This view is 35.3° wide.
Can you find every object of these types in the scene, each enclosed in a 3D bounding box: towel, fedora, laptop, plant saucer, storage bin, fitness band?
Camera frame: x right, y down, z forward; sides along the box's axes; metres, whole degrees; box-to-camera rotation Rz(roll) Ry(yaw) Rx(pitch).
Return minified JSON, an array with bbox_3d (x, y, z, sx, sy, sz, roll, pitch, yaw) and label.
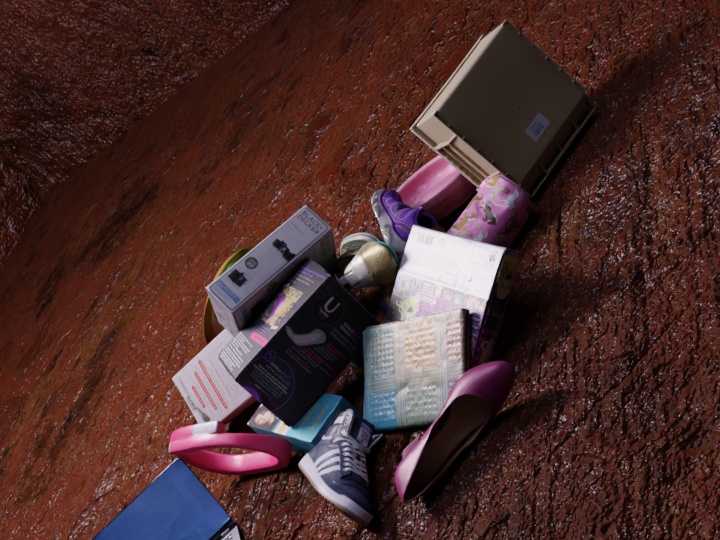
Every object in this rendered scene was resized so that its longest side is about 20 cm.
[{"bbox_3d":[0.073,0.134,1.490,0.200,0.022,0.147,-16,69,49],"label":"towel"},{"bbox_3d":[-0.197,0.063,1.980,0.082,0.201,0.201,16,57,21],"label":"fedora"},{"bbox_3d":[-0.270,0.404,1.581,0.187,0.116,0.200,-44,24,5],"label":"laptop"},{"bbox_3d":[0.128,-0.132,1.834,0.200,0.051,0.201,-37,15,11],"label":"plant saucer"},{"bbox_3d":[0.219,-0.234,1.708,0.200,0.198,0.094,-53,8,-17],"label":"storage bin"},{"bbox_3d":[-0.190,0.262,1.642,0.200,0.143,0.038,-16,55,42],"label":"fitness band"}]

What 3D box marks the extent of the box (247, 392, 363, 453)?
[{"bbox_3d":[-0.083,0.218,1.653,0.082,0.049,0.200,-55,26,-20],"label":"box"}]

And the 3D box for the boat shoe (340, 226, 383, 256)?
[{"bbox_3d":[0.010,-0.031,1.808,0.062,0.075,0.200,-50,-3,-14],"label":"boat shoe"}]

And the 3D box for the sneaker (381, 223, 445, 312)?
[{"bbox_3d":[0.071,0.009,1.726,0.088,0.075,0.200,-35,16,42],"label":"sneaker"}]

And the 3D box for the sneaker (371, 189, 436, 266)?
[{"bbox_3d":[0.070,-0.068,1.691,0.083,0.081,0.200,-21,28,2],"label":"sneaker"}]

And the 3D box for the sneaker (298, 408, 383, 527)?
[{"bbox_3d":[-0.010,0.249,1.464,0.109,0.070,0.200,-50,21,-5],"label":"sneaker"}]

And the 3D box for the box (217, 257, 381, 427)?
[{"bbox_3d":[-0.089,0.102,1.631,0.200,0.122,0.106,-47,26,-3],"label":"box"}]

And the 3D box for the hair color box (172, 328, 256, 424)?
[{"bbox_3d":[-0.207,0.167,1.796,0.064,0.111,0.200,-23,-13,-47],"label":"hair color box"}]

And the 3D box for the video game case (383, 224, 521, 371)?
[{"bbox_3d":[0.114,0.042,1.509,0.200,0.036,0.182,17,91,54],"label":"video game case"}]

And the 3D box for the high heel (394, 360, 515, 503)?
[{"bbox_3d":[0.116,0.195,1.348,0.200,0.067,0.096,-53,10,21],"label":"high heel"}]

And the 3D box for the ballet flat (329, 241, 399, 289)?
[{"bbox_3d":[0.000,0.000,1.658,0.071,0.071,0.200,-51,11,-12],"label":"ballet flat"}]

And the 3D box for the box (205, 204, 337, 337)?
[{"bbox_3d":[-0.128,0.007,1.687,0.200,0.117,0.060,-41,66,-18],"label":"box"}]

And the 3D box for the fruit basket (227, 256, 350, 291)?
[{"bbox_3d":[-0.104,0.019,1.825,0.215,0.156,0.216,-40,-12,-10],"label":"fruit basket"}]

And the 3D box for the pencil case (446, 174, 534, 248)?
[{"bbox_3d":[0.162,-0.041,1.629,0.200,0.083,0.086,-52,25,-11],"label":"pencil case"}]

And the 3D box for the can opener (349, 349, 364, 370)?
[{"bbox_3d":[-0.027,0.110,1.754,0.067,0.054,0.200,-19,14,-24],"label":"can opener"}]
